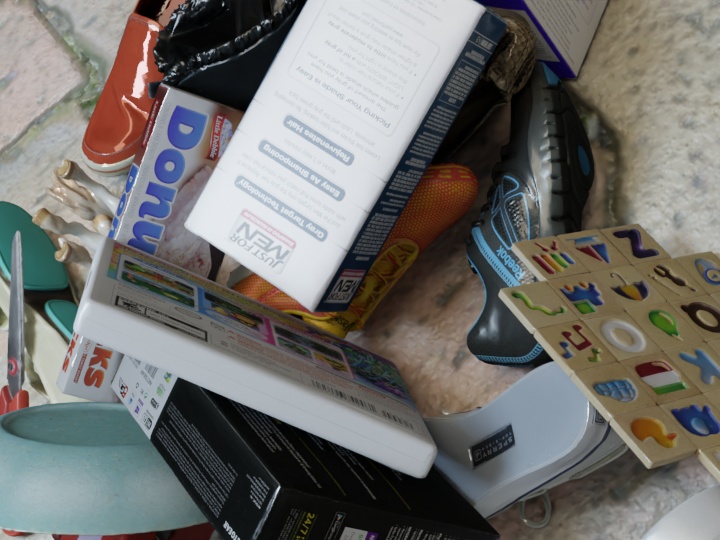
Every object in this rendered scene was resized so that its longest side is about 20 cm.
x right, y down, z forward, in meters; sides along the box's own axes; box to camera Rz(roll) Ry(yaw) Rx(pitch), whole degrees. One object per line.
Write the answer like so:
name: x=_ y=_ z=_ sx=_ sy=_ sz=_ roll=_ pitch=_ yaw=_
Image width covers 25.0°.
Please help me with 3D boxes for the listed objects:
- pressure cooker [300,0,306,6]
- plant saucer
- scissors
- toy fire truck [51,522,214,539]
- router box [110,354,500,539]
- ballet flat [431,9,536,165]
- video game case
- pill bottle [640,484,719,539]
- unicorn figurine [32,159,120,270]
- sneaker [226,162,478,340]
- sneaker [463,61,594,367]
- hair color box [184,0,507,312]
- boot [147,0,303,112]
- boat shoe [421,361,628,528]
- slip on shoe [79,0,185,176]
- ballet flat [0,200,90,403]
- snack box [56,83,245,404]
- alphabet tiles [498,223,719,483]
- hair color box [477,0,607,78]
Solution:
pressure cooker: x=-0.019 y=-0.252 z=1.095 sx=0.178 sy=0.175 sz=0.201 roll=-36 pitch=45 yaw=50
plant saucer: x=-0.157 y=0.107 z=0.947 sx=0.200 sy=0.201 sz=0.039 roll=7 pitch=100 yaw=30
scissors: x=-0.229 y=0.079 z=1.096 sx=0.073 sy=0.014 sz=0.201 roll=23 pitch=104 yaw=43
toy fire truck: x=-0.169 y=0.209 z=1.002 sx=0.167 sy=0.112 sz=0.201 roll=12 pitch=71 yaw=51
router box: x=-0.035 y=0.104 z=0.899 sx=0.200 sy=0.149 sz=0.051 roll=41 pitch=109 yaw=54
ballet flat: x=0.037 y=-0.084 z=1.015 sx=0.200 sy=0.067 sz=0.047 roll=-41 pitch=40 yaw=31
video game case: x=-0.061 y=0.044 z=0.909 sx=0.182 sy=0.199 sz=0.024 roll=-119 pitch=54 yaw=-77
pill bottle: x=0.219 y=0.206 z=0.783 sx=0.113 sy=0.113 sz=0.200 roll=-43 pitch=54 yaw=3
unicorn figurine: x=-0.148 y=0.004 z=1.081 sx=0.074 sy=0.137 sz=0.201 roll=-35 pitch=40 yaw=20
sneaker: x=0.000 y=0.000 z=1.024 sx=0.200 sy=0.073 sz=0.078 roll=-35 pitch=56 yaw=29
sneaker: x=0.098 y=-0.037 z=0.990 sx=0.081 sy=0.073 sz=0.201 roll=-14 pitch=59 yaw=27
hair color box: x=-0.009 y=-0.086 z=0.955 sx=0.100 sy=0.060 sz=0.201 roll=33 pitch=99 yaw=17
boot: x=-0.024 y=-0.129 z=1.042 sx=0.197 sy=0.163 sz=0.074 roll=-20 pitch=52 yaw=17
boat shoe: x=0.091 y=0.105 z=0.927 sx=0.202 sy=0.086 sz=0.075 roll=-37 pitch=54 yaw=44
slip on shoe: x=-0.152 y=-0.162 z=1.191 sx=0.074 sy=0.061 sz=0.201 roll=23 pitch=81 yaw=32
ballet flat: x=-0.228 y=0.034 z=1.140 sx=0.069 sy=0.069 sz=0.200 roll=-42 pitch=55 yaw=4
snack box: x=-0.123 y=-0.010 z=1.011 sx=0.024 sy=0.072 sz=0.201 roll=34 pitch=106 yaw=64
alphabet tiles: x=0.174 y=0.043 z=0.875 sx=0.200 sy=0.166 sz=0.006 roll=51 pitch=135 yaw=35
hair color box: x=0.132 y=-0.240 z=1.046 sx=0.065 sy=0.109 sz=0.201 roll=17 pitch=75 yaw=34
